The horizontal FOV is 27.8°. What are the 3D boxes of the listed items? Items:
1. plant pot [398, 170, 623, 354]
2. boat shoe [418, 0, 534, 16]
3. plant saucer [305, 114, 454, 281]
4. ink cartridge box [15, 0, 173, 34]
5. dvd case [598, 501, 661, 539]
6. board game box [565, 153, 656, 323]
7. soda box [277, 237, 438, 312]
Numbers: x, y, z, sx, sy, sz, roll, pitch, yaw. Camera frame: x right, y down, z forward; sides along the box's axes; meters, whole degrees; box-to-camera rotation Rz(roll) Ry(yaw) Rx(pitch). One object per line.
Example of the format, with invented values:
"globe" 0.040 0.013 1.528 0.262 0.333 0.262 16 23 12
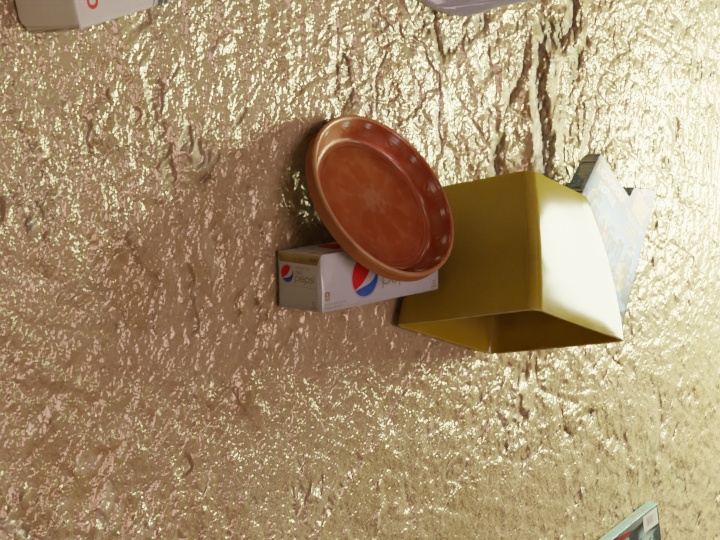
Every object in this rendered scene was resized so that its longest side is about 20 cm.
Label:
"plant pot" 0.183 -0.011 1.735 0.199 0.199 0.178 18 70 -48
"boat shoe" 0.139 -0.344 1.729 0.199 0.071 0.073 -6 113 -28
"plant saucer" 0.019 -0.077 1.591 0.199 0.032 0.201 26 46 -31
"ink cartridge box" -0.219 -0.308 1.314 0.200 0.084 0.147 -30 116 -43
"dvd case" 0.407 0.463 2.162 0.146 0.022 0.202 -24 113 -45
"board game box" 0.325 -0.060 1.978 0.200 0.061 0.201 48 59 -40
"soda box" 0.000 0.000 1.610 0.199 0.068 0.064 -11 103 -47
